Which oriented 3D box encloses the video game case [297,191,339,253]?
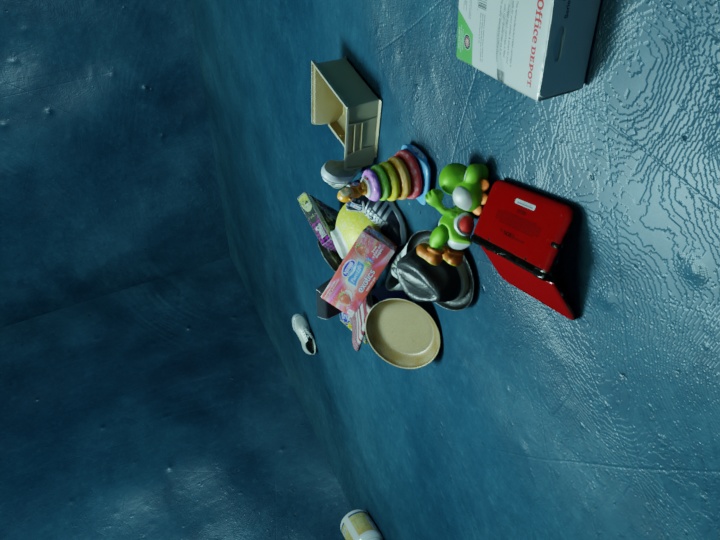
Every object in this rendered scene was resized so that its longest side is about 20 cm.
[{"bbox_3d":[-0.082,-0.122,1.802,0.200,0.036,0.182,26,-149,-57],"label":"video game case"}]

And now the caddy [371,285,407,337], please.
[{"bbox_3d":[0.059,0.119,1.704,0.200,0.105,0.142,-171,65,-69],"label":"caddy"}]

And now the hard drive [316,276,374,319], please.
[{"bbox_3d":[-0.037,0.053,1.781,0.042,0.200,0.135,40,147,30],"label":"hard drive"}]

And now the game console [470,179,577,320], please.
[{"bbox_3d":[0.292,-0.039,1.052,0.200,0.118,0.173,39,112,56],"label":"game console"}]

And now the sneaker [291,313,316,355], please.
[{"bbox_3d":[-0.238,0.280,2.750,0.071,0.073,0.200,15,131,57],"label":"sneaker"}]

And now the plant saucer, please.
[{"bbox_3d":[0.109,0.153,1.575,0.200,0.035,0.201,11,118,21],"label":"plant saucer"}]

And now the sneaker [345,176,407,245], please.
[{"bbox_3d":[0.033,-0.140,1.531,0.200,0.108,0.070,67,161,12],"label":"sneaker"}]

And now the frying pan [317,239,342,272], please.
[{"bbox_3d":[-0.062,-0.013,1.778,0.190,0.031,0.115,55,-167,-15],"label":"frying pan"}]

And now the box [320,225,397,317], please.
[{"bbox_3d":[0.000,0.000,1.539,0.095,0.200,0.103,33,-164,2],"label":"box"}]

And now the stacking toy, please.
[{"bbox_3d":[0.042,-0.185,1.325,0.110,0.200,0.116,90,155,-43],"label":"stacking toy"}]

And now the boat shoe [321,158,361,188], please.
[{"bbox_3d":[-0.050,-0.235,1.576,0.074,0.200,0.067,39,117,9],"label":"boat shoe"}]

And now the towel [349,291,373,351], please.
[{"bbox_3d":[-0.001,0.104,1.690,0.200,0.023,0.144,106,160,-49],"label":"towel"}]

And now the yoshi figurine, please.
[{"bbox_3d":[0.171,-0.114,1.167,0.112,0.112,0.200,-56,-13,-65],"label":"yoshi figurine"}]

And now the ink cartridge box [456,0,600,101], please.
[{"bbox_3d":[0.222,-0.340,0.861,0.200,0.084,0.146,51,153,45],"label":"ink cartridge box"}]

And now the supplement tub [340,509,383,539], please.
[{"bbox_3d":[0.011,1.172,2.762,0.200,0.144,0.145,41,145,56],"label":"supplement tub"}]

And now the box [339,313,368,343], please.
[{"bbox_3d":[-0.006,0.153,1.980,0.200,0.064,0.070,34,139,60],"label":"box"}]

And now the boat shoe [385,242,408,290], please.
[{"bbox_3d":[0.107,-0.002,1.498,0.074,0.067,0.200,61,158,27],"label":"boat shoe"}]

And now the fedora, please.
[{"bbox_3d":[0.144,0.013,1.333,0.200,0.091,0.201,36,138,39],"label":"fedora"}]

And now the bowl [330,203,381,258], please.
[{"bbox_3d":[-0.015,-0.089,1.657,0.200,0.107,0.201,157,90,-83],"label":"bowl"}]

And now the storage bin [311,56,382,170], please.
[{"bbox_3d":[-0.040,-0.380,1.531,0.200,0.094,0.199,57,156,34],"label":"storage bin"}]
